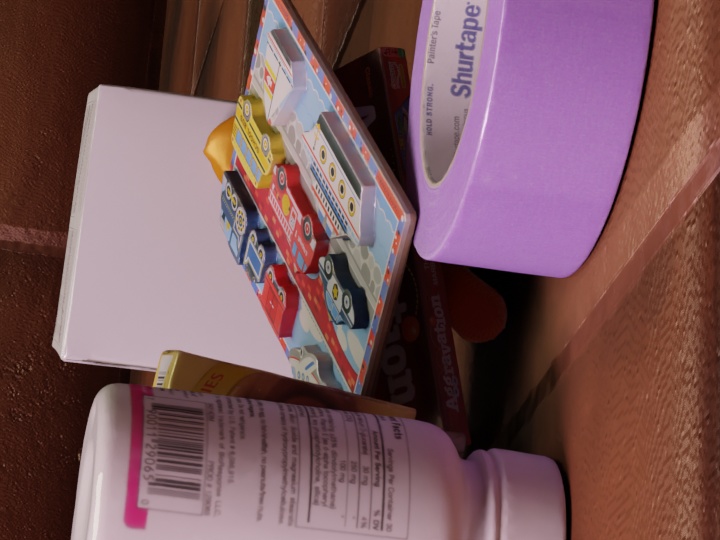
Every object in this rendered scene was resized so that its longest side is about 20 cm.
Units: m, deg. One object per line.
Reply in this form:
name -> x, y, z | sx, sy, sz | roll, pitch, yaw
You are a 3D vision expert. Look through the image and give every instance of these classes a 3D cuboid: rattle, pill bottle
rattle -> 0.000, -0.034, 1.372 | 0.130, 0.143, 0.200 | -57, 13, 25
pill bottle -> -0.020, 0.115, 1.146 | 0.113, 0.200, 0.114 | -172, 90, -81

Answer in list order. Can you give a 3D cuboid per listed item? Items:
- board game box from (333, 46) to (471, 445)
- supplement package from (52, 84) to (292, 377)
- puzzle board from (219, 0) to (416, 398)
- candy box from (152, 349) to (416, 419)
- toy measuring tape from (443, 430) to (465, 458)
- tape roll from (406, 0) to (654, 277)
board game box -> 0.000, 0.000, 1.338 | 0.103, 0.019, 0.200 | -23, 71, 46
supplement package -> -0.065, -0.016, 1.533 | 0.111, 0.200, 0.156 | -167, 85, -81
puzzle board -> -0.028, -0.025, 1.316 | 0.200, 0.017, 0.151 | -119, 33, -46
candy box -> -0.056, 0.146, 1.223 | 0.056, 0.116, 0.200 | 165, 120, -78
toy measuring tape -> 0.024, 0.175, 1.251 | 0.074, 0.073, 0.200 | -103, 23, -66
tape roll -> 0.072, -0.100, 1.185 | 0.200, 0.065, 0.201 | -173, 90, -81
